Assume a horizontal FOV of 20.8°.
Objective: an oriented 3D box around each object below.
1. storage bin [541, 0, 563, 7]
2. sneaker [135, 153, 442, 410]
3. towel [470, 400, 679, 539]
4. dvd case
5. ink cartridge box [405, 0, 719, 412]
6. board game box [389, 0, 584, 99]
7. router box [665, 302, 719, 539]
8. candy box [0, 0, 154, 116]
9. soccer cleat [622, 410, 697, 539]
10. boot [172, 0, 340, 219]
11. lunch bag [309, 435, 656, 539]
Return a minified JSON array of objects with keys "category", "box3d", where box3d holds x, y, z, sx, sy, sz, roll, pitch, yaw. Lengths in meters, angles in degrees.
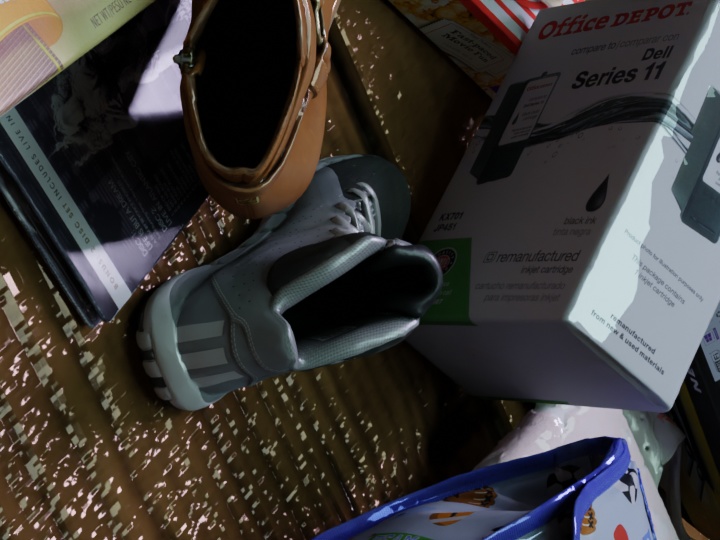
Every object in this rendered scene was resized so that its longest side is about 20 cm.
[{"category":"storage bin","box3d":[0.093,-0.268,0.999,0.198,0.094,0.201,28,60,-47]},{"category":"sneaker","box3d":[0.000,0.000,0.872,0.200,0.115,0.075,-43,116,-48]},{"category":"towel","box3d":[0.090,0.179,0.984,0.200,0.032,0.191,-42,117,-32]},{"category":"dvd case","box3d":[-0.101,-0.095,0.842,0.149,0.016,0.200,60,40,-26]},{"category":"ink cartridge box","box3d":[0.119,-0.038,0.970,0.083,0.146,0.200,39,67,-29]},{"category":"board game box","box3d":[0.053,-0.200,1.048,0.200,0.046,0.152,36,55,-44]},{"category":"router box","box3d":[0.190,0.064,1.086,0.052,0.157,0.200,-27,108,-9]},{"category":"candy box","box3d":[-0.165,-0.101,0.704,0.116,0.055,0.200,54,43,-10]},{"category":"soccer cleat","box3d":[0.136,0.075,1.069,0.069,0.077,0.200,-32,107,-52]},{"category":"boot","box3d":[-0.047,-0.122,0.796,0.155,0.076,0.201,42,53,-87]},{"category":"lunch bag","box3d":[0.059,0.181,0.855,0.200,0.124,0.170,-20,102,-28]}]
